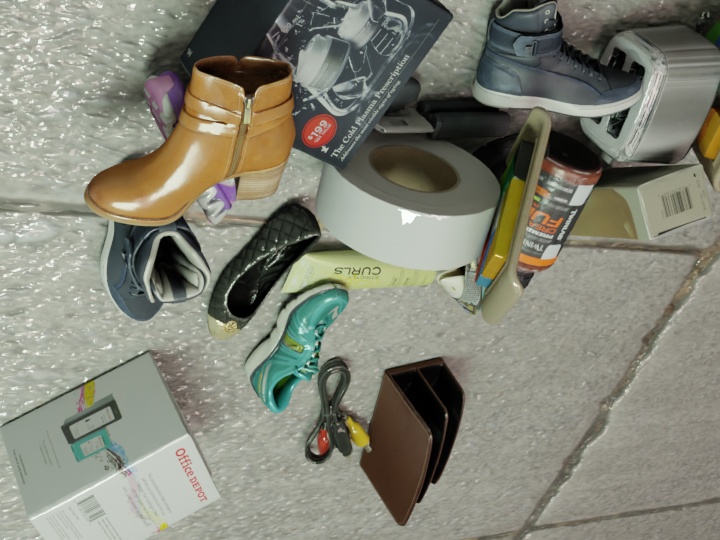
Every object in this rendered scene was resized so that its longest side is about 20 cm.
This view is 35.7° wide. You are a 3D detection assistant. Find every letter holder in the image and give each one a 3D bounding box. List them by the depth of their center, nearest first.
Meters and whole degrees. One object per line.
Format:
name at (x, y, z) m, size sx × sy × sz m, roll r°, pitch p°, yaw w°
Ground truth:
letter holder at (0.089, 0.256, 1.636) m, size 0.100 × 0.142 × 0.201 m, roll -10°, pitch 133°, yaw -27°

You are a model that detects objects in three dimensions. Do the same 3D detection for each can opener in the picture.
can opener at (0.092, -0.188, 1.288) m, size 0.198 × 0.053 × 0.067 m, roll -7°, pitch 132°, yaw -32°

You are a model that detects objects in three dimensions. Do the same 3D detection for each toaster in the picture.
toaster at (0.363, -0.224, 1.394) m, size 0.128 × 0.114 × 0.201 m, roll -9°, pitch 133°, yaw -34°

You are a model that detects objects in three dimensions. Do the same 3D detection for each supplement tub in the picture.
supplement tub at (0.227, -0.073, 1.452) m, size 0.106 × 0.107 × 0.201 m, roll -2°, pitch 128°, yaw -34°

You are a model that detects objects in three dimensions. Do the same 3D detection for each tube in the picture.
tube at (0.000, 0.000, 1.407) m, size 0.198 × 0.052 × 0.059 m, roll -2°, pitch 102°, yaw -28°

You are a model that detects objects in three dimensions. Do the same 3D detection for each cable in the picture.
cable at (-0.045, 0.203, 1.589) m, size 0.096 × 0.051 × 0.202 m, roll -13°, pitch 125°, yaw -1°

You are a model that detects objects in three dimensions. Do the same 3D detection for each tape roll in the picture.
tape roll at (0.052, -0.085, 1.242) m, size 0.201 × 0.203 × 0.071 m, roll -6°, pitch 127°, yaw -31°

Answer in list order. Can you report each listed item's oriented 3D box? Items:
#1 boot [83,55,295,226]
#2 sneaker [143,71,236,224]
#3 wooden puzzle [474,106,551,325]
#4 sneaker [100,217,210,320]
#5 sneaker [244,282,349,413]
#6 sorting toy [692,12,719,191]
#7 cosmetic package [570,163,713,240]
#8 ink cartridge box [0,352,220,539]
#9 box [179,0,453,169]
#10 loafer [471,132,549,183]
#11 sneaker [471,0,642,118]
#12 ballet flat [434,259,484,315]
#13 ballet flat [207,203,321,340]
boot at (-0.155, -0.124, 1.018) m, size 0.198 × 0.074 × 0.155 m, roll -14°, pitch 147°, yaw -21°
sneaker at (-0.153, -0.136, 1.141) m, size 0.088 × 0.081 × 0.201 m, roll -27°, pitch 145°, yaw -3°
wooden puzzle at (0.161, -0.055, 1.216) m, size 0.037 × 0.202 × 0.185 m, roll 11°, pitch 166°, yaw 0°
sneaker at (-0.216, 0.009, 1.175) m, size 0.076 × 0.147 × 0.204 m, roll -16°, pitch 137°, yaw -25°
sneaker at (-0.070, 0.097, 1.413) m, size 0.077 × 0.080 × 0.201 m, roll 8°, pitch 128°, yaw -41°
sorting toy at (0.453, -0.230, 1.418) m, size 0.036 × 0.186 × 0.201 m, roll 6°, pitch 127°, yaw -8°
cosmetic package at (0.351, -0.089, 1.452) m, size 0.104 × 0.200 × 0.072 m, roll -19°, pitch 100°, yaw -17°
ink cartridge box at (-0.295, 0.231, 1.337) m, size 0.199 × 0.146 × 0.147 m, roll -27°, pitch 138°, yaw -11°
box at (-0.044, -0.230, 1.113) m, size 0.181 × 0.104 × 0.201 m, roll 19°, pitch 115°, yaw -43°
loafer at (0.142, -0.103, 1.360) m, size 0.199 × 0.071 × 0.068 m, roll -26°, pitch 157°, yaw 8°
sneaker at (0.237, -0.255, 1.274) m, size 0.200 × 0.077 × 0.147 m, roll 2°, pitch 128°, yaw -6°
ballet flat at (0.124, -0.019, 1.462) m, size 0.071 × 0.072 × 0.202 m, roll -18°, pitch 131°, yaw -20°
ballet flat at (-0.119, 0.008, 1.320) m, size 0.066 × 0.057 × 0.201 m, roll 19°, pitch 116°, yaw -43°
